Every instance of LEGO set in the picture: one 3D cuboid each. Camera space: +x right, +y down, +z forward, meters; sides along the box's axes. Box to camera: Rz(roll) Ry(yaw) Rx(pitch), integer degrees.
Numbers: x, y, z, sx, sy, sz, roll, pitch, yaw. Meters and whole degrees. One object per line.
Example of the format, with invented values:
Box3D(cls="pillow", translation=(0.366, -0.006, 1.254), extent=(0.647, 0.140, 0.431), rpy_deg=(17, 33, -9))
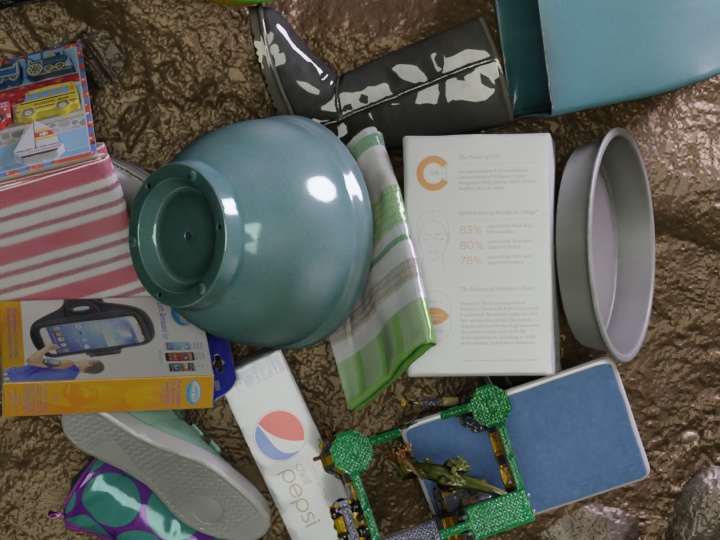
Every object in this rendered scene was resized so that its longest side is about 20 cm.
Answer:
Box3D(cls="LEGO set", translation=(0.050, 0.185, 1.707), extent=(0.199, 0.116, 0.154), rpy_deg=(-25, 86, -19))

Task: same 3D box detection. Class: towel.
Box3D(cls="towel", translation=(-0.262, -0.008, 1.710), extent=(0.146, 0.030, 0.201), rpy_deg=(-15, 124, -1))
Box3D(cls="towel", translation=(0.000, 0.000, 1.668), extent=(0.031, 0.149, 0.201), rpy_deg=(-1, 63, -28))

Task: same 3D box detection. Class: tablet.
Box3D(cls="tablet", translation=(0.147, 0.160, 1.759), extent=(0.199, 0.014, 0.131), rpy_deg=(-19, 113, 5))

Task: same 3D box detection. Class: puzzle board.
Box3D(cls="puzzle board", translation=(-0.328, -0.125, 1.684), extent=(0.199, 0.151, 0.017), rpy_deg=(-14, 135, -1))

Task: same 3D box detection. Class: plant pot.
Box3D(cls="plant pot", translation=(0.232, -0.216, 1.705), extent=(0.199, 0.141, 0.142), rpy_deg=(-9, 95, -10))
Box3D(cls="plant pot", translation=(-0.107, -0.030, 1.647), extent=(0.200, 0.134, 0.202), rpy_deg=(3, 94, 42))

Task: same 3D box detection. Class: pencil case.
Box3D(cls="pencil case", translation=(-0.168, 0.238, 1.739), extent=(0.200, 0.085, 0.093), rpy_deg=(38, 83, -5))

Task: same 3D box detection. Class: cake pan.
Box3D(cls="cake pan", translation=(0.210, -0.021, 1.695), extent=(0.037, 0.200, 0.202), rpy_deg=(-1, 95, 23))

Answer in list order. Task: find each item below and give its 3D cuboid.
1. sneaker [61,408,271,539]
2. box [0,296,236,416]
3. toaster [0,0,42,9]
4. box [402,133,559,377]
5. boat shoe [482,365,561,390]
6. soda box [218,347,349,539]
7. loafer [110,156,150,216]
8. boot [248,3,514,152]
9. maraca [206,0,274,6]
Box3D(cls="sneaker", translation=(-0.149, 0.145, 1.712), extent=(0.200, 0.118, 0.074), rpy_deg=(34, 122, -1))
Box3D(cls="box", translation=(-0.207, 0.070, 1.683), extent=(0.199, 0.119, 0.042), rpy_deg=(-3, 125, -11))
Box3D(cls="toaster", translation=(-0.288, -0.290, 1.680), extent=(0.199, 0.114, 0.130), rpy_deg=(-12, 93, -1))
Box3D(cls="box", translation=(0.103, -0.012, 1.668), extent=(0.124, 0.097, 0.201), rpy_deg=(-1, 89, 9))
Box3D(cls="boat shoe", translation=(0.136, 0.048, 1.749), extent=(0.073, 0.068, 0.200), rpy_deg=(-12, 95, -2))
Box3D(cls="soda box", translation=(-0.057, 0.168, 1.748), extent=(0.063, 0.068, 0.201), rpy_deg=(-24, 95, -2))
Box3D(cls="loafer", translation=(-0.256, -0.076, 1.718), extent=(0.199, 0.070, 0.070), rpy_deg=(15, 93, -4))
Box3D(cls="boot", translation=(0.018, -0.178, 1.725), extent=(0.199, 0.073, 0.183), rpy_deg=(-20, 109, 5))
Box3D(cls="maraca", translation=(-0.135, -0.292, 1.677), extent=(0.199, 0.107, 0.138), rpy_deg=(14, 51, -24))
